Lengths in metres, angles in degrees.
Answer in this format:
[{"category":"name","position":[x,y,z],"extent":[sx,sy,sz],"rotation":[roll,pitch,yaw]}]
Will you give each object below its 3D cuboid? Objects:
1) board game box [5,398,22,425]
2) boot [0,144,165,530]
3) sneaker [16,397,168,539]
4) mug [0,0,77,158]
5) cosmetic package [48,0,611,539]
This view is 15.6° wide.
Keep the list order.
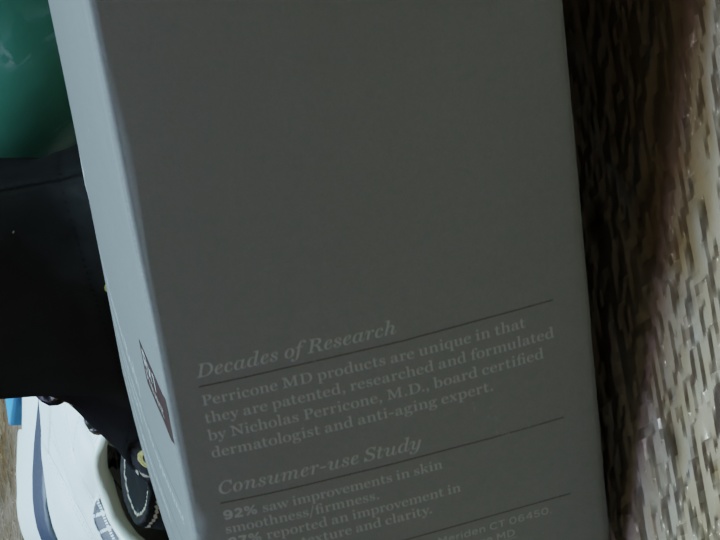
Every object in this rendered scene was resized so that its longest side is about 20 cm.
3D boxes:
[{"category":"board game box","position":[-0.133,-0.044,1.107],"extent":[0.200,0.040,0.153],"rotation":[110,151,-60]},{"category":"boot","position":[-0.097,0.022,0.728],"extent":[0.200,0.150,0.073],"rotation":[111,150,-61]},{"category":"sneaker","position":[-0.079,0.009,0.879],"extent":[0.080,0.076,0.200],"rotation":[-4,96,65]},{"category":"mug","position":[-0.102,-0.081,0.788],"extent":[0.114,0.185,0.152],"rotation":[51,155,-5]},{"category":"cosmetic package","position":[-0.013,-0.041,0.477],"extent":[0.107,0.090,0.200],"rotation":[-116,12,-57]}]
